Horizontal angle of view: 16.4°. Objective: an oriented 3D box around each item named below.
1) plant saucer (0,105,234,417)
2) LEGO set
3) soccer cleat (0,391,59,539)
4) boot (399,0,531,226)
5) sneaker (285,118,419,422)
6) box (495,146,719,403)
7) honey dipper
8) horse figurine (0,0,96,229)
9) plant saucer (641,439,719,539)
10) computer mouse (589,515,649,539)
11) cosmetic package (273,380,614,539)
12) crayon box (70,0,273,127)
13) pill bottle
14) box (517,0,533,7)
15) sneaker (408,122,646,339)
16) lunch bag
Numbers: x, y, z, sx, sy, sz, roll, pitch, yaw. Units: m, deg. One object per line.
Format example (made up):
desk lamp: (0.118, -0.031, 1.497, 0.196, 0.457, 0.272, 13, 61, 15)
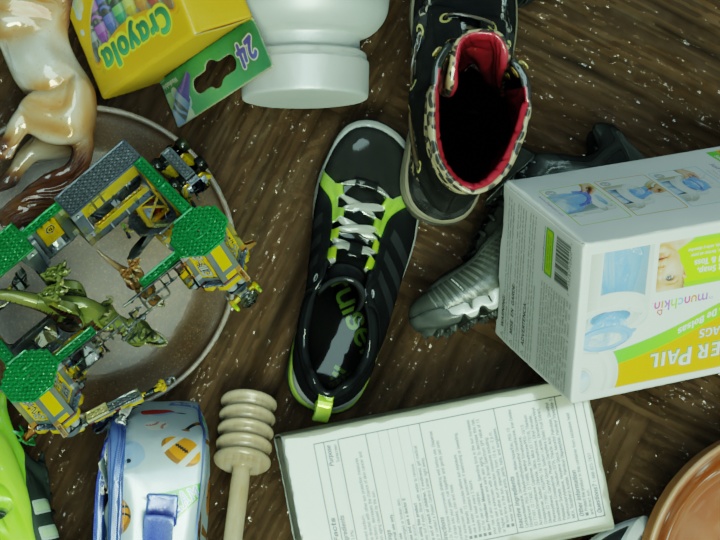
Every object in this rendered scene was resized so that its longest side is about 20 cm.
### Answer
plant saucer: (-0.179, -0.005, 1.613, 0.199, 0.037, 0.202, 0, 86, -4)
LEGO set: (-0.150, 0.025, 1.528, 0.154, 0.116, 0.200, 34, 75, 36)
soccer cleat: (-0.210, 0.163, 1.554, 0.067, 0.081, 0.201, -3, 128, 15)
boot: (0.068, -0.131, 1.550, 0.073, 0.151, 0.201, 10, 87, -5)
sneaker: (0.000, 0.000, 1.605, 0.071, 0.083, 0.201, 10, 84, -5)
box: (0.197, -0.002, 1.568, 0.199, 0.101, 0.113, -10, 119, -23)
honey dipper: (-0.082, 0.172, 1.571, 0.038, 0.038, 0.201, 9, 63, -4)
horse figurine: (-0.218, -0.121, 1.580, 0.132, 0.050, 0.201, -19, 82, -1)
plant saucer: (0.269, 0.202, 1.621, 0.199, 0.032, 0.202, 1, 88, -18)
computer mouse: (0.133, 0.245, 1.602, 0.044, 0.110, 0.201, 19, 71, 25)
cosmetic package: (0.051, 0.135, 1.596, 0.199, 0.087, 0.104, -9, 88, -7)
crayon box: (-0.142, -0.196, 1.584, 0.051, 0.126, 0.201, -21, 87, -37)
pill bottle: (-0.037, -0.209, 1.604, 0.111, 0.112, 0.201, -1, 85, -5)
box: (0.125, -0.300, 1.657, 0.157, 0.051, 0.201, -29, 89, -8)
sneaker: (0.106, -0.031, 1.628, 0.199, 0.066, 0.091, -30, 86, -10)
lunch bag: (-0.131, 0.176, 1.530, 0.075, 0.160, 0.201, 3, 99, -4)
